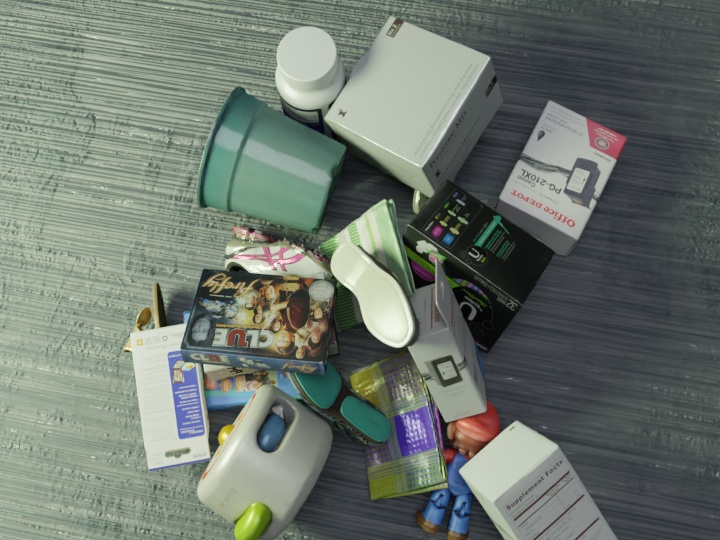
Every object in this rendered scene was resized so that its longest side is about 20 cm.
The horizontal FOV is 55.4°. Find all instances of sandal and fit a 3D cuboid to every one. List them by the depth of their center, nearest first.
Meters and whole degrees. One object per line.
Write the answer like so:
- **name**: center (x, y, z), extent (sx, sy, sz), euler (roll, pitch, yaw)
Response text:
- **sandal**: center (-0.334, 0.128, 1.067), extent (0.068, 0.078, 0.216), euler (-11, 78, -8)

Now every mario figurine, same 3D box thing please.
- **mario figurine**: center (0.151, 0.289, 1.021), extent (0.122, 0.105, 0.204), euler (26, 82, -35)

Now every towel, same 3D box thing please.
- **towel**: center (0.053, 0.228, 1.018), extent (0.142, 0.023, 0.204), euler (-21, 69, 32)
- **towel**: center (0.000, 0.000, 1.052), extent (0.023, 0.199, 0.156), euler (2, 67, -41)

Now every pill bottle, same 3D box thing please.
- **pill bottle**: center (-0.078, -0.296, 1.120), extent (0.113, 0.200, 0.118), euler (0, 73, 1)

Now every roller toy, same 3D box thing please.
- **roller toy**: center (-0.137, 0.262, 0.958), extent (0.139, 0.200, 0.184), euler (34, 84, -5)

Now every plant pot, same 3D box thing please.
- **plant pot**: center (-0.134, -0.162, 1.096), extent (0.192, 0.200, 0.204), euler (20, 75, 0)

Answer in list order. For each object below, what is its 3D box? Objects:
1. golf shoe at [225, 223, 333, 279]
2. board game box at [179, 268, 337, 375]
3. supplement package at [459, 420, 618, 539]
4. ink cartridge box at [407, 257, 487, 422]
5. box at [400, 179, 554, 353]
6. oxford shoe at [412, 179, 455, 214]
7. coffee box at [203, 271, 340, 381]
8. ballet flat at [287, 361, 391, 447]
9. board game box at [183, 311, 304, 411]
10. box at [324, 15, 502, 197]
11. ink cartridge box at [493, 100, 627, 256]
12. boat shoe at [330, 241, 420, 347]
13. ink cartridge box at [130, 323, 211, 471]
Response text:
- **golf shoe**: center (-0.130, -0.008, 1.098), extent (0.197, 0.072, 0.094), euler (16, 88, 26)
- **board game box**: center (-0.136, 0.069, 0.950), extent (0.195, 0.035, 0.138), euler (4, 53, 3)
- **supplement package**: center (0.247, 0.330, 0.933), extent (0.117, 0.117, 0.202), euler (-36, 102, -9)
- **ink cartridge box**: center (0.115, 0.099, 0.976), extent (0.066, 0.202, 0.117), euler (-18, 29, 17)
- **box**: center (0.162, -0.007, 1.042), extent (0.198, 0.150, 0.125), euler (35, 56, 11)
- **oxford shoe**: center (0.126, -0.185, 1.161), extent (0.057, 0.074, 0.204), euler (7, 78, 48)
- **coffee box**: center (-0.136, 0.085, 1.026), extent (0.195, 0.080, 0.115), euler (-11, 72, -3)
- **ballet flat**: center (-0.043, 0.187, 0.987), extent (0.200, 0.074, 0.074), euler (46, 78, -12)
- **board game box**: center (-0.177, 0.136, 1.076), extent (0.195, 0.045, 0.156), euler (-4, 73, 0)
- **box**: center (0.086, -0.254, 1.082), extent (0.198, 0.131, 0.201), euler (32, 86, 27)
- **ink cartridge box**: center (0.324, -0.150, 1.126), extent (0.143, 0.085, 0.202), euler (28, 76, 10)
- **boat shoe**: center (0.029, 0.034, 0.943), extent (0.072, 0.060, 0.202), euler (-51, 46, 13)
- **ink cartridge box**: center (-0.279, 0.185, 1.015), extent (0.093, 0.037, 0.205), euler (-8, 84, -6)
